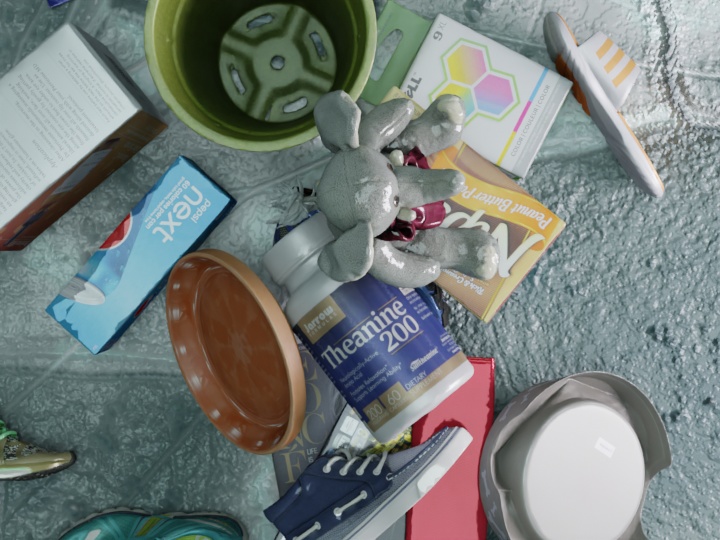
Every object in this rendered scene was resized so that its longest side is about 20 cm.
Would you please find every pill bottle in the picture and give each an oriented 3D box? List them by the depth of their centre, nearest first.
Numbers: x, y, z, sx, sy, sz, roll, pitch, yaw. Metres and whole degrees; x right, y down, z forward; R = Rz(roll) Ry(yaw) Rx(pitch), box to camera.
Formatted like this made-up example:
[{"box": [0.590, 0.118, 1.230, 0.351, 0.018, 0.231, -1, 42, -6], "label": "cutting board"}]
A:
[{"box": [0.002, 0.046, 1.180, 0.111, 0.111, 0.200, -38, 84, 2], "label": "pill bottle"}]

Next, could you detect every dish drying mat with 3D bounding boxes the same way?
[{"box": [0.085, 0.180, 1.231, 0.076, 0.018, 0.201, 4, 88, 1], "label": "dish drying mat"}]

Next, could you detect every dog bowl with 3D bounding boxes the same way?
[{"box": [0.199, 0.193, 1.231, 0.199, 0.059, 0.201, 0, 91, -28], "label": "dog bowl"}]

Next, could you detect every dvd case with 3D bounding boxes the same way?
[{"box": [-0.020, 0.146, 1.292, 0.148, 0.016, 0.201, -10, 90, 2], "label": "dvd case"}]

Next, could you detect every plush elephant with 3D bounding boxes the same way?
[{"box": [0.021, -0.064, 1.071, 0.199, 0.155, 0.166, -6, 90, -5], "label": "plush elephant"}]

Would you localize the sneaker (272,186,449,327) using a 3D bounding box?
[{"box": [0.000, 0.000, 1.270, 0.200, 0.075, 0.079, 35, 103, 7], "label": "sneaker"}]

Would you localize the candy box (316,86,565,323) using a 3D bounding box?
[{"box": [0.072, -0.059, 1.185, 0.200, 0.055, 0.116, 39, 92, 0], "label": "candy box"}]

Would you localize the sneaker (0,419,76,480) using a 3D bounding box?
[{"box": [-0.376, 0.158, 1.276, 0.199, 0.077, 0.089, 7, 83, -1], "label": "sneaker"}]

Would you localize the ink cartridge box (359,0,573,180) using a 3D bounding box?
[{"box": [0.092, -0.178, 1.262, 0.199, 0.059, 0.104, 28, 92, 1], "label": "ink cartridge box"}]

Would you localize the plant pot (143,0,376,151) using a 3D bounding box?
[{"box": [-0.083, -0.201, 1.201, 0.199, 0.190, 0.201, 0, 90, 1], "label": "plant pot"}]

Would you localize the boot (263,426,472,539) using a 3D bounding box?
[{"box": [0.004, 0.191, 1.196, 0.200, 0.073, 0.090, -44, 85, 8], "label": "boot"}]

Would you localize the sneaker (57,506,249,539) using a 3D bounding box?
[{"box": [-0.208, 0.270, 1.267, 0.199, 0.080, 0.078, -8, 91, 2], "label": "sneaker"}]

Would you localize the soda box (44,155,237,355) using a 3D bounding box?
[{"box": [-0.212, -0.015, 1.270, 0.068, 0.064, 0.200, 41, 91, 0], "label": "soda box"}]

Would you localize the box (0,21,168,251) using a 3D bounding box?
[{"box": [-0.298, -0.120, 1.226, 0.200, 0.152, 0.106, -40, 91, 2], "label": "box"}]

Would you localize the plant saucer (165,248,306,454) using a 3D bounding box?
[{"box": [-0.114, 0.074, 1.221, 0.032, 0.200, 0.201, -22, 90, -36], "label": "plant saucer"}]

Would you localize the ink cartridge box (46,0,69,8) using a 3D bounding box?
[{"box": [-0.256, -0.387, 1.276, 0.199, 0.041, 0.200, -24, 90, 2], "label": "ink cartridge box"}]

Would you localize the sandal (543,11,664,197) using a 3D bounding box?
[{"box": [0.247, -0.168, 1.255, 0.059, 0.079, 0.207, -34, 99, 0], "label": "sandal"}]

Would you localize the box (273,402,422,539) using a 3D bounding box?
[{"box": [0.020, 0.232, 1.261, 0.161, 0.049, 0.201, 29, 90, 2], "label": "box"}]
